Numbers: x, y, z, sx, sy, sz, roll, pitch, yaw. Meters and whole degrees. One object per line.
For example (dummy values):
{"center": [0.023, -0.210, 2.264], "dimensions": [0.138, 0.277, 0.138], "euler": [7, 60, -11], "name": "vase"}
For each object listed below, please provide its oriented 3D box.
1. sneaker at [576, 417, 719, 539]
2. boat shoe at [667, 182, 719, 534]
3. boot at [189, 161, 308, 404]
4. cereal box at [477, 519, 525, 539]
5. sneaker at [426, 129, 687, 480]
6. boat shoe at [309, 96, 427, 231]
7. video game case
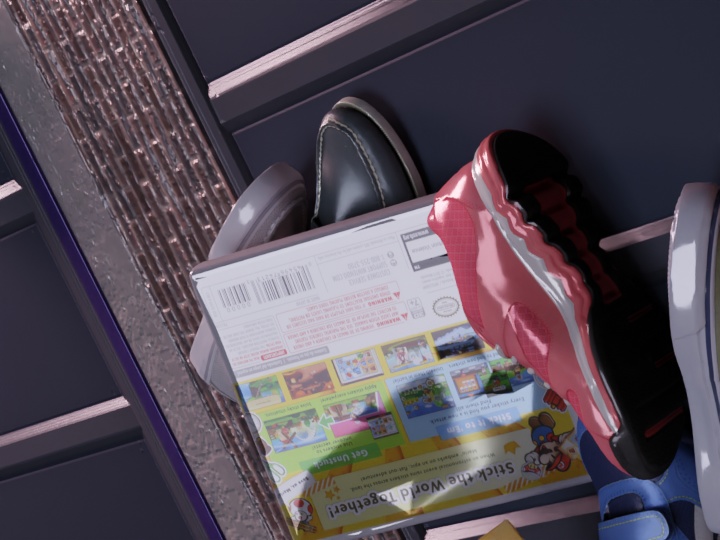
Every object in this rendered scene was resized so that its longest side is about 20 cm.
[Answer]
{"center": [0.166, 0.163, 1.386], "dimensions": [0.074, 0.082, 0.200], "euler": [-25, 93, 54], "name": "sneaker"}
{"center": [0.199, 0.046, 1.298], "dimensions": [0.062, 0.072, 0.200], "euler": [-1, 119, 22], "name": "boat shoe"}
{"center": [-0.041, 0.024, 1.550], "dimensions": [0.096, 0.074, 0.200], "euler": [39, 146, 16], "name": "boot"}
{"center": [0.137, 0.244, 1.407], "dimensions": [0.200, 0.039, 0.144], "euler": [56, 177, -33], "name": "cereal box"}
{"center": [0.104, 0.026, 1.368], "dimensions": [0.087, 0.074, 0.200], "euler": [-35, 79, 41], "name": "sneaker"}
{"center": [0.000, 0.000, 1.482], "dimensions": [0.073, 0.062, 0.200], "euler": [18, 125, 45], "name": "boat shoe"}
{"center": [0.022, 0.056, 1.456], "dimensions": [0.200, 0.023, 0.182], "euler": [-16, 103, 22], "name": "video game case"}
